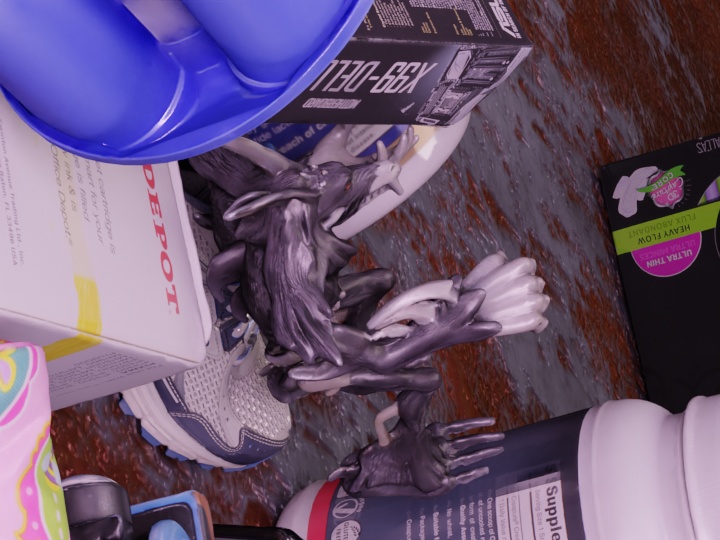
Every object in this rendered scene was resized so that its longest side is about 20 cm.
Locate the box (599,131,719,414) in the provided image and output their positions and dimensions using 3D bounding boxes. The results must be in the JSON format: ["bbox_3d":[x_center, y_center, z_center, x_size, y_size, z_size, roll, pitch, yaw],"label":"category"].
[{"bbox_3d":[0.255,0.020,1.869,0.124,0.148,0.201,26,51,-67],"label":"box"}]

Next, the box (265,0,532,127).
[{"bbox_3d":[-0.045,-0.144,1.002,0.157,0.050,0.201,-3,60,-50],"label":"box"}]

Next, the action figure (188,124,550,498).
[{"bbox_3d":[0.000,0.000,1.019,0.119,0.102,0.200,57,-7,29],"label":"action figure"}]

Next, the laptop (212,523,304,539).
[{"bbox_3d":[-0.018,0.196,1.004,0.200,0.116,0.187,46,-15,-9],"label":"laptop"}]

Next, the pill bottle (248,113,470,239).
[{"bbox_3d":[-0.053,-0.112,1.136,0.200,0.115,0.116,55,25,-21],"label":"pill bottle"}]

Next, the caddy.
[{"bbox_3d":[-0.063,-0.128,0.846,0.105,0.141,0.201,39,38,-51],"label":"caddy"}]

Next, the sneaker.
[{"bbox_3d":[-0.062,-0.006,1.089,0.077,0.085,0.201,-81,150,-51],"label":"sneaker"}]

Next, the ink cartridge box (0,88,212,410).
[{"bbox_3d":[-0.135,-0.039,0.910,0.200,0.083,0.146,22,53,-66],"label":"ink cartridge box"}]

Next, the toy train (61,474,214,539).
[{"bbox_3d":[-0.067,0.168,0.943,0.114,0.086,0.201,50,27,-69],"label":"toy train"}]

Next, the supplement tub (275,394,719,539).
[{"bbox_3d":[0.075,0.133,1.185,0.140,0.199,0.141,-16,90,-72],"label":"supplement tub"}]

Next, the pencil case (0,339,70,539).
[{"bbox_3d":[-0.116,0.113,0.810,0.087,0.087,0.201,-3,86,-71],"label":"pencil case"}]
